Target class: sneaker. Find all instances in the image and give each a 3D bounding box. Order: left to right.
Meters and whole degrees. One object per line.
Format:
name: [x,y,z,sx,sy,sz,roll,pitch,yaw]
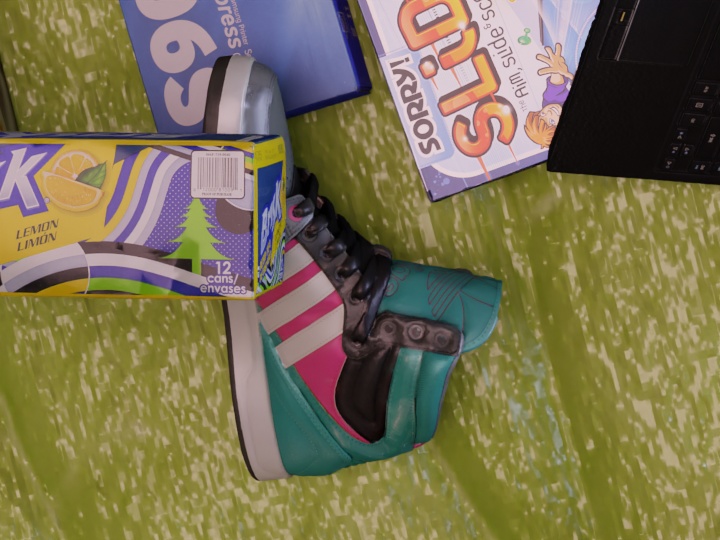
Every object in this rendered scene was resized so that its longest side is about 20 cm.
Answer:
sneaker: [0.000,0.000,1.004,0.121,0.084,0.200,-3,117,9]

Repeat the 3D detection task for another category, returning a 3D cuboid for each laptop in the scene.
laptop: [0.191,-0.051,0.922,0.200,0.177,0.103,4,53,-8]

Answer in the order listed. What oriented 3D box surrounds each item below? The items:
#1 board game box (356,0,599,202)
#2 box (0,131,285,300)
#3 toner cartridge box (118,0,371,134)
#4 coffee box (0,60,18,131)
board game box: [0.061,-0.146,1.021,0.135,0.034,0.200,-21,90,11]
box: [-0.133,-0.024,0.933,0.200,0.070,0.064,2,96,7]
toner cartridge box: [-0.069,-0.162,1.038,0.095,0.043,0.200,-17,91,10]
coffee box: [-0.215,-0.094,1.034,0.080,0.114,0.200,-14,91,10]
